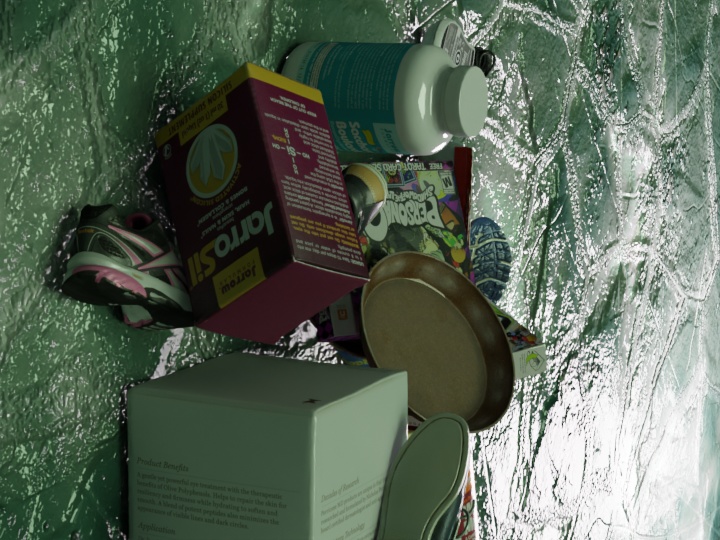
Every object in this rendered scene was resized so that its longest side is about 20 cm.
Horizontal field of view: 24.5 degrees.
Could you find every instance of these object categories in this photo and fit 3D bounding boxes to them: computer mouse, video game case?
[{"bbox_3d":[0.107,-0.246,1.976,0.200,0.044,0.111,37,67,-64],"label":"computer mouse"},{"bbox_3d":[0.028,-0.023,1.730,0.199,0.036,0.183,-3,79,-36],"label":"video game case"}]

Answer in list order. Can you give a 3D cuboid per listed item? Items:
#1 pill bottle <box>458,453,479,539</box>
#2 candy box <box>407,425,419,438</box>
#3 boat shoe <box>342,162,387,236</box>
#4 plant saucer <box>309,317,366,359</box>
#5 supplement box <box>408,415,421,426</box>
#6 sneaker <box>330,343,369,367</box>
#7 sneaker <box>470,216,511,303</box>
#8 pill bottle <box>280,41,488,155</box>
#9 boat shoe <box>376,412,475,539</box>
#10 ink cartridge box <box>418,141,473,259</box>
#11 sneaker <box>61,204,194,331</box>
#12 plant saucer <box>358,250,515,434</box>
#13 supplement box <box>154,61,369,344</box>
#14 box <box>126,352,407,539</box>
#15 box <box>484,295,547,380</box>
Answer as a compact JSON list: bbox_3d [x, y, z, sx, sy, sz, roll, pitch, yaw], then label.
[{"bbox_3d":[0.080,0.255,1.937,0.109,0.109,0.202,-37,127,-54],"label":"pill bottle"},{"bbox_3d":[0.023,0.254,1.646,0.055,0.115,0.202,-10,98,-38],"label":"candy box"},{"bbox_3d":[-0.047,-0.024,1.611,0.200,0.075,0.062,-50,173,34],"label":"boat shoe"},{"bbox_3d":[0.000,0.000,1.748,0.199,0.037,0.202,11,70,-32],"label":"plant saucer"},{"bbox_3d":[0.072,0.112,1.898,0.200,0.108,0.061,-42,132,-53],"label":"supplement box"},{"bbox_3d":[0.025,0.029,1.842,0.201,0.073,0.083,-59,147,-30],"label":"sneaker"},{"bbox_3d":[0.129,0.023,2.021,0.076,0.085,0.202,-2,116,-19],"label":"sneaker"},{"bbox_3d":[0.025,-0.173,1.664,0.111,0.199,0.112,-16,109,-59],"label":"pill bottle"},{"bbox_3d":[0.061,0.231,1.519,0.062,0.074,0.202,41,59,-58],"label":"boat shoe"},{"bbox_3d":[0.093,-0.062,1.876,0.200,0.050,0.164,-99,-169,-84],"label":"ink cartridge box"},{"bbox_3d":[-0.182,-0.004,1.444,0.200,0.080,0.087,38,51,-64],"label":"sneaker"},{"bbox_3d":[0.071,0.077,1.664,0.199,0.034,0.202,24,49,-30],"label":"plant saucer"},{"bbox_3d":[-0.089,-0.057,1.453,0.103,0.131,0.201,15,51,-48],"label":"supplement box"},{"bbox_3d":[-0.082,0.181,1.528,0.200,0.198,0.173,-18,110,-62],"label":"box"},{"bbox_3d":[0.115,0.074,1.852,0.109,0.200,0.035,-15,115,-18],"label":"box"}]
